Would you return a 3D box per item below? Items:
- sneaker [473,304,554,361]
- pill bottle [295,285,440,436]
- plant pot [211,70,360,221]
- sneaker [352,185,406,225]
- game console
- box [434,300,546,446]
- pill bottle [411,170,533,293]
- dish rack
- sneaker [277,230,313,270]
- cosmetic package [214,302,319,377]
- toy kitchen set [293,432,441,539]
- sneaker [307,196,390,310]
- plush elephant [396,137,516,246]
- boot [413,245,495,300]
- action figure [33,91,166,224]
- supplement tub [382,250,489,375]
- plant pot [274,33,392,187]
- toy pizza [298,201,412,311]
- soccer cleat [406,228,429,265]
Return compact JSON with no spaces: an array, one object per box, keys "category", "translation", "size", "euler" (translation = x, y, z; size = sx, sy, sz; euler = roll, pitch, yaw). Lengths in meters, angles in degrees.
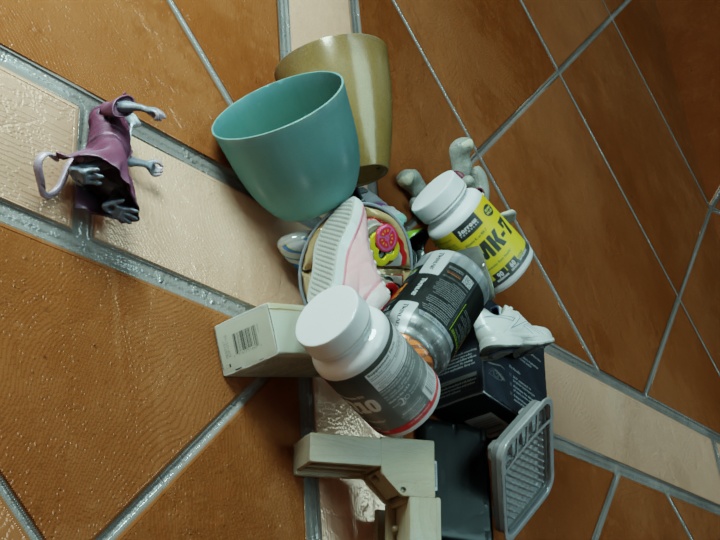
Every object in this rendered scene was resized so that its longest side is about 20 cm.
[{"category":"sneaker","translation":[0.253,0.097,1.785],"size":[0.200,0.074,0.087],"euler":[6,59,-54]},{"category":"pill bottle","translation":[0.009,0.118,1.408],"size":[0.200,0.114,0.114],"euler":[49,35,-35]},{"category":"plant pot","translation":[-0.090,-0.170,1.567],"size":[0.161,0.200,0.201],"euler":[67,28,-28]},{"category":"sneaker","translation":[-0.003,-0.083,1.724],"size":[0.140,0.078,0.200],"euler":[38,14,-5]},{"category":"game console","translation":[0.153,0.359,1.732],"size":[0.175,0.116,0.200],"euler":[12,53,-17]},{"category":"box","translation":[0.219,0.177,1.853],"size":[0.197,0.117,0.200],"euler":[37,43,-37]},{"category":"pill bottle","translation":[0.185,-0.064,1.820],"size":[0.200,0.114,0.114],"euler":[45,37,-16]},{"category":"dish rack","translation":[0.255,0.314,1.743],"size":[0.172,0.043,0.200],"euler":[-38,131,-44]},{"category":"sneaker","translation":[-0.045,0.013,1.616],"size":[0.200,0.076,0.105],"euler":[24,51,-48]},{"category":"cosmetic package","translation":[-0.089,0.097,1.471],"size":[0.200,0.103,0.073],"euler":[8,64,-55]},{"category":"toy kitchen set","translation":[-0.006,0.337,1.460],"size":[0.180,0.163,0.201],"euler":[7,68,-18]},{"category":"sneaker","translation":[-0.008,-0.003,1.502],"size":[0.105,0.075,0.201],"euler":[36,44,-26]},{"category":"plush elephant","translation":[0.182,-0.118,1.940],"size":[0.164,0.155,0.200],"euler":[-24,107,-18]},{"category":"boot","translation":[0.114,0.054,1.717],"size":[0.199,0.073,0.182],"euler":[-4,68,-11]},{"category":"action figure","translation":[-0.315,-0.146,1.340],"size":[0.148,0.134,0.200],"euler":[0,46,-10]},{"category":"supplement tub","translation":[0.097,0.072,1.577],"size":[0.123,0.122,0.200],"euler":[54,46,-18]},{"category":"plant pot","translation":[-0.022,-0.238,1.710],"size":[0.186,0.186,0.201],"euler":[5,65,-54]},{"category":"toy pizza","translation":[0.000,0.000,1.594],"size":[0.200,0.032,0.201],"euler":[-7,103,-32]},{"category":"soccer cleat","translation":[0.080,0.013,1.791],"size":[0.067,0.081,0.200],"euler":[37,42,-37]}]
